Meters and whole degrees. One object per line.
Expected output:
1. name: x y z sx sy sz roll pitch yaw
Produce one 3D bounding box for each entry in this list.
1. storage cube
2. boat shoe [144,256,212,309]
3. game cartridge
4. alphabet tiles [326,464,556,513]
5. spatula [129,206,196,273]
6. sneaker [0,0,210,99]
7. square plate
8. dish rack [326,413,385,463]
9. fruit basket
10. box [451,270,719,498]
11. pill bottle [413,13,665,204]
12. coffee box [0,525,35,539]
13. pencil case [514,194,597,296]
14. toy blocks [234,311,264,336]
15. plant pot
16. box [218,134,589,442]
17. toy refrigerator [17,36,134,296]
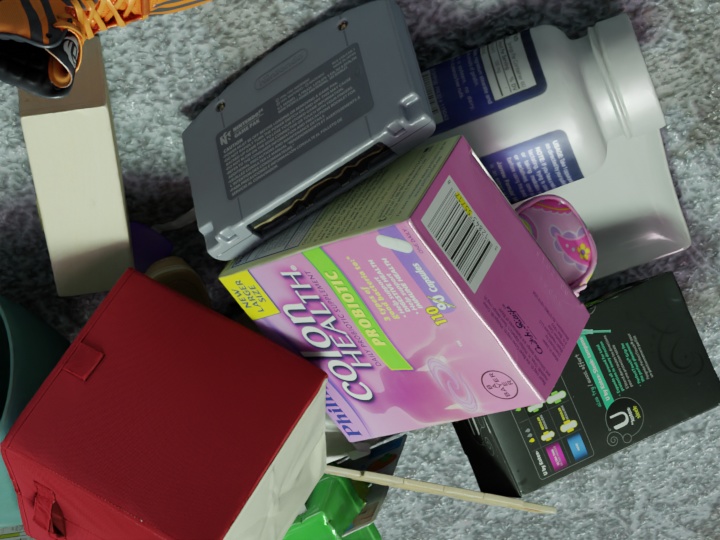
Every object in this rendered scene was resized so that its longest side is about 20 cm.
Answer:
1. storage cube: -0.140 0.139 1.422 0.179 0.200 0.171 27 152 14
2. boat shoe: -0.164 0.053 1.583 0.073 0.069 0.201 -11 139 -15
3. game cartridge: -0.041 -0.108 1.374 0.199 0.134 0.040 -30 145 22
4. alphabet tiles: 0.062 0.186 1.597 0.199 0.006 0.166 11 172 -3
5. spatula: -0.137 -0.046 1.511 0.200 0.021 0.056 -36 137 24
6. sneaker: -0.180 -0.170 1.280 0.199 0.113 0.078 -8 141 -5
7. square plate: 0.165 -0.053 1.577 0.199 0.029 0.199 -19 140 7
8. dish rack: -0.084 0.154 1.638 0.199 0.044 0.171 -26 153 37
9. fruit basket: -0.052 0.221 1.745 0.184 0.200 0.094 -26 108 18
10. box: 0.183 0.099 1.609 0.199 0.125 0.149 -24 178 -10
11. pill bottle: 0.122 -0.116 1.419 0.199 0.120 0.120 -20 140 9
12. coffee box: -0.267 0.292 1.713 0.196 0.201 0.200 -10 145 12
13. pencil case: 0.118 0.005 1.490 0.087 0.088 0.200 1 167 -16
14. toy blocks: -0.028 0.061 1.623 0.199 0.101 0.137 10 148 -35
15. plant pot: -0.304 0.119 1.537 0.200 0.202 0.161 -31 149 22
16. box: 0.031 0.019 1.376 0.199 0.097 0.176 -15 121 43
17. toy refrigerator: -0.215 -0.074 1.415 0.069 0.076 0.201 -8 141 -5
